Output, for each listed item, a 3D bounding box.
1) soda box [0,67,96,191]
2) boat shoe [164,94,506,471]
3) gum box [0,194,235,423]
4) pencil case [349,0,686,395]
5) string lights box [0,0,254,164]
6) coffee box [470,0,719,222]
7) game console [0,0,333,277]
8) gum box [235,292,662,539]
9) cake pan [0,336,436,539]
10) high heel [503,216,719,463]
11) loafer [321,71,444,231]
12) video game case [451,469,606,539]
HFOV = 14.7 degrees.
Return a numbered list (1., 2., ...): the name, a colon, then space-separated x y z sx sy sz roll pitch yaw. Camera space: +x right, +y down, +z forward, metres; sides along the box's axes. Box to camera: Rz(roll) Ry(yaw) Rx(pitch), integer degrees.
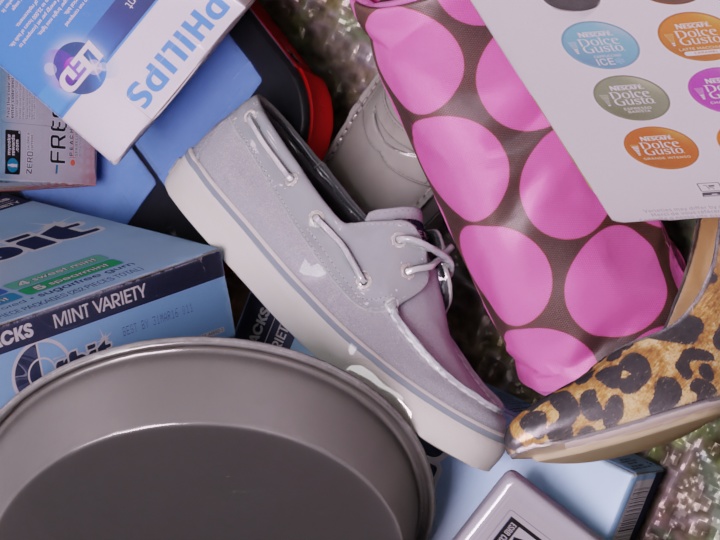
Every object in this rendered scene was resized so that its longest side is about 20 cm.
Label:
1. soda box: -0.216 -0.069 1.355 0.199 0.068 0.064 -2 87 42
2. boat shoe: 0.000 0.000 1.196 0.201 0.070 0.072 44 100 23
3. gum box: -0.179 0.020 1.232 0.200 0.169 0.045 15 119 54
4. pencil case: 0.074 -0.051 1.182 0.093 0.091 0.201 -29 113 -14
5. string lights box: -0.148 -0.154 1.246 0.200 0.059 0.103 41 114 -6
6. coffee box: 0.167 -0.158 1.074 0.199 0.198 0.201 -4 56 27
7. game console: -0.111 -0.075 1.326 0.177 0.031 0.200 -49 59 21
8. gum box: 0.011 0.125 1.252 0.199 0.044 0.171 26 99 22
9. cake pan: -0.067 0.111 1.160 0.200 0.200 0.037 -30 38 23
10. high heel: 0.123 -0.006 1.151 0.143 0.199 0.071 67 156 8
11. loafer: 0.030 -0.074 1.251 0.070 0.070 0.200 44 107 22
12. video game case: 0.074 0.217 1.189 0.182 0.022 0.200 37 97 -3
